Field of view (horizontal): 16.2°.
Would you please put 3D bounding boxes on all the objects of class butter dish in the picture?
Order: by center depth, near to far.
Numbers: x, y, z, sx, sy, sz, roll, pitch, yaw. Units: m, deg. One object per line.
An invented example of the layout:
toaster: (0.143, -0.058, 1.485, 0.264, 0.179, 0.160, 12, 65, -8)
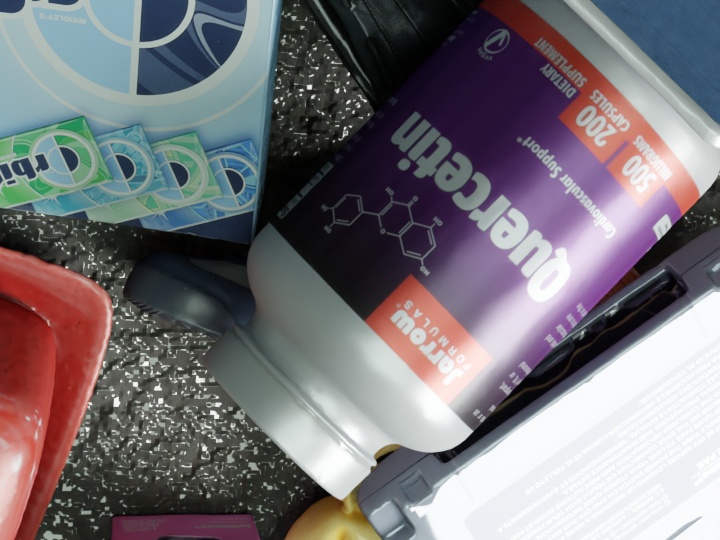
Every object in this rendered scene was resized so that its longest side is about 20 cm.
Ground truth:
butter dish: (-0.207, 0.088, 0.991, 0.198, 0.148, 0.201, 17, 109, -21)

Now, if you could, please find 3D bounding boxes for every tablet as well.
tablet: (0.083, -0.141, 0.938, 0.200, 0.130, 0.014, 44, 130, -3)

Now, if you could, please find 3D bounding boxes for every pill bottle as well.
pill bottle: (0.035, -0.011, 0.963, 0.200, 0.112, 0.112, -46, 117, 0)

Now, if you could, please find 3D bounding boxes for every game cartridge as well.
game cartridge: (0.109, 0.082, 1.067, 0.199, 0.041, 0.133, -35, 123, -1)

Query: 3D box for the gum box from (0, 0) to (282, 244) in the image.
gum box: (-0.112, -0.115, 0.936, 0.168, 0.045, 0.201, 7, 122, 1)

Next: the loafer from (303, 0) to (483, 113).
loafer: (-0.029, -0.136, 0.974, 0.070, 0.068, 0.200, -47, 120, 0)

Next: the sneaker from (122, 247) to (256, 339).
sneaker: (0.000, 0.000, 1.055, 0.199, 0.070, 0.083, 10, 96, -23)

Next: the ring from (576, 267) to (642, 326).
ring: (0.155, -0.051, 1.070, 0.199, 0.019, 0.202, -7, 108, -22)

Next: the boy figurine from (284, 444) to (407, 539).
boy figurine: (0.020, 0.137, 1.119, 0.123, 0.065, 0.201, -3, 119, -10)

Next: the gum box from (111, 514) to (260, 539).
gum box: (-0.076, 0.211, 1.100, 0.066, 0.114, 0.202, 0, 114, -14)
